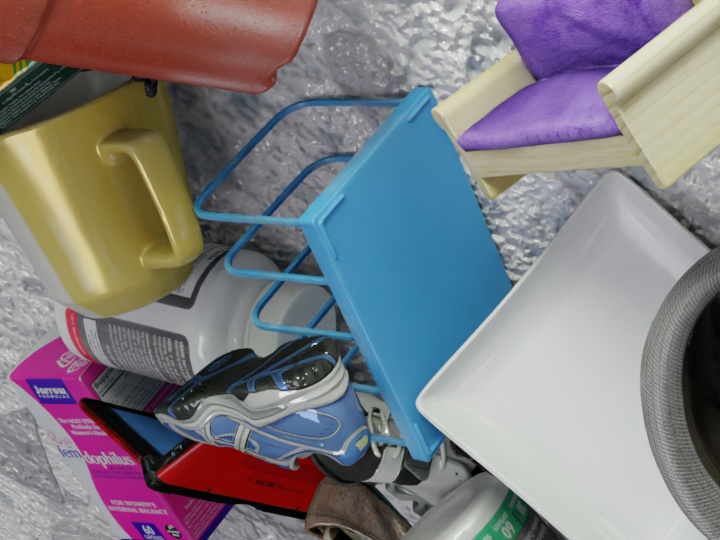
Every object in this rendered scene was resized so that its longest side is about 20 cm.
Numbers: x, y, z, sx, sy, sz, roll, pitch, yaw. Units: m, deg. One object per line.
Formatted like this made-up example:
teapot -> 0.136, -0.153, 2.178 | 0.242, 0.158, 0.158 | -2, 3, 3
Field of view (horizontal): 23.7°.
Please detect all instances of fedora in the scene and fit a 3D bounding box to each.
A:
fedora -> 0.252, 0.065, 1.001 | 0.176, 0.090, 0.201 | -18, 100, 11

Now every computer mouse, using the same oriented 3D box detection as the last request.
computer mouse -> 0.149, 0.152, 1.126 | 0.199, 0.034, 0.059 | 22, 142, 9

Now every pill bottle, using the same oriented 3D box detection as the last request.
pill bottle -> -0.123, 0.033, 1.289 | 0.199, 0.111, 0.111 | 12, 136, 30
pill bottle -> 0.120, 0.251, 1.216 | 0.200, 0.113, 0.113 | 48, 142, -6

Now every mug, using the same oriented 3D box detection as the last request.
mug -> -0.182, -0.047, 1.174 | 0.149, 0.187, 0.154 | -19, 109, 4

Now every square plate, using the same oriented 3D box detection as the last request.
square plate -> 0.170, 0.073, 1.077 | 0.198, 0.028, 0.200 | 40, 102, 3

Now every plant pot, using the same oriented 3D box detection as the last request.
plant pot -> -0.129, -0.193, 0.964 | 0.194, 0.202, 0.201 | 11, 150, -23

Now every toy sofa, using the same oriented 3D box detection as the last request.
toy sofa -> 0.116, -0.101, 0.922 | 0.098, 0.083, 0.200 | 57, 161, -14

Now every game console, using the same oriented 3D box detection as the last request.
game console -> -0.087, 0.122, 1.345 | 0.172, 0.119, 0.200 | -39, 144, 27

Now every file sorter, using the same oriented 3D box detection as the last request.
file sorter -> 0.000, 0.000, 1.137 | 0.122, 0.139, 0.201 | 5, 133, 40

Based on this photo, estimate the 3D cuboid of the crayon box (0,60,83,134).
crayon box -> -0.257, -0.192, 1.094 | 0.125, 0.052, 0.201 | -34, 73, 21

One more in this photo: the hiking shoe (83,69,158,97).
hiking shoe -> -0.195, -0.183, 1.129 | 0.199, 0.101, 0.076 | 23, 140, 18

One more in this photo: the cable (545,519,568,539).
cable -> 0.213, 0.149, 1.176 | 0.199, 0.069, 0.201 | 13, 135, 29

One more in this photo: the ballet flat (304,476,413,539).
ballet flat -> 0.038, 0.236, 1.302 | 0.200, 0.067, 0.068 | 38, 147, 6

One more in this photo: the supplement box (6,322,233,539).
supplement box -> -0.191, 0.132, 1.458 | 0.101, 0.103, 0.201 | -3, 125, 42

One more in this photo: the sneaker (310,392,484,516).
sneaker -> 0.039, 0.125, 1.259 | 0.088, 0.074, 0.200 | -21, 148, 34

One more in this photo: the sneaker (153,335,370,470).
sneaker -> -0.068, 0.097, 1.127 | 0.200, 0.076, 0.077 | -8, 118, 56
